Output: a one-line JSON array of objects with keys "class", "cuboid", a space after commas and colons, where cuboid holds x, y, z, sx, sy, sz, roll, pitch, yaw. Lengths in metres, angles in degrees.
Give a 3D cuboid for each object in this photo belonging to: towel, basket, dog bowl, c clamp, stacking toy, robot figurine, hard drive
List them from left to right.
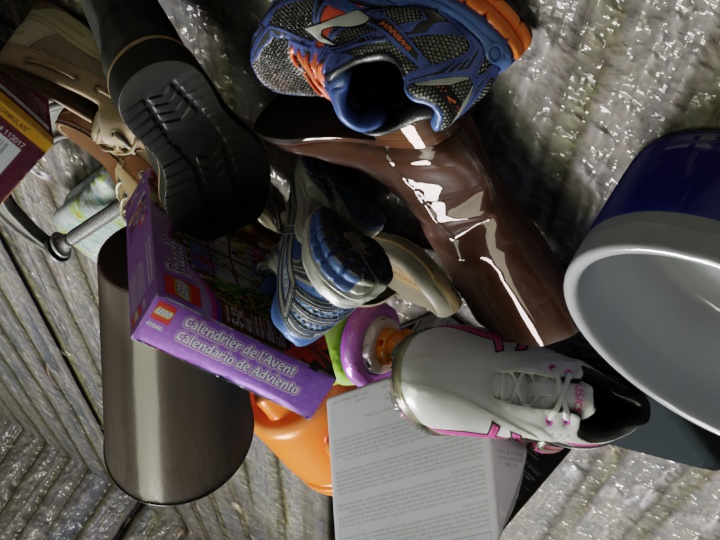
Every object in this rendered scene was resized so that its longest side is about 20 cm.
[{"class": "c clamp", "cuboid": [-0.241, -0.063, 1.200, 0.199, 0.027, 0.171, -21, 117, 33]}, {"class": "towel", "cuboid": [-0.204, -0.022, 1.313, 0.171, 0.048, 0.200, 38, 159, -16]}, {"class": "basket", "cuboid": [-0.162, 0.066, 1.190, 0.134, 0.181, 0.202, 4, 126, 4]}, {"class": "robot figurine", "cuboid": [-0.038, 0.144, 1.349, 0.143, 0.117, 0.200, 2, 144, 37]}, {"class": "stacking toy", "cuboid": [-0.008, 0.053, 1.099, 0.198, 0.117, 0.110, 9, 161, 38]}, {"class": "hard drive", "cuboid": [0.168, 0.067, 0.980, 0.139, 0.033, 0.200, 10, 149, 47]}, {"class": "dog bowl", "cuboid": [0.213, 0.019, 0.734, 0.199, 0.079, 0.201, 29, 160, 12]}]

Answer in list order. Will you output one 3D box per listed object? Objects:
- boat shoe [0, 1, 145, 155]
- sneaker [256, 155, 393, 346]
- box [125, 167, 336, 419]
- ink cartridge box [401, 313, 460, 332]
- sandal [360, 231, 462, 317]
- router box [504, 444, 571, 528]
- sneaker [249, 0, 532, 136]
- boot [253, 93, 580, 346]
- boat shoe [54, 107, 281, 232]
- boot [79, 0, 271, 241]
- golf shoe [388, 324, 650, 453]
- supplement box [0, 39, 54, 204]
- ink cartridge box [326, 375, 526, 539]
[{"class": "boat shoe", "cuboid": [-0.177, -0.116, 1.028, 0.199, 0.065, 0.071, 35, 160, -4]}, {"class": "sneaker", "cuboid": [-0.035, -0.014, 0.919, 0.077, 0.085, 0.200, 38, -164, -13]}, {"class": "box", "cuboid": [-0.095, 0.011, 0.960, 0.136, 0.039, 0.201, 26, -160, -22]}, {"class": "ink cartridge box", "cuboid": [0.061, 0.091, 1.189, 0.099, 0.039, 0.200, 37, 158, -11]}, {"class": "sandal", "cuboid": [0.000, 0.000, 1.021, 0.080, 0.054, 0.199, 49, 168, -34]}, {"class": "router box", "cuboid": [0.101, 0.182, 1.108, 0.052, 0.157, 0.200, 41, 171, 9]}, {"class": "sneaker", "cuboid": [-0.002, -0.115, 0.749, 0.199, 0.079, 0.075, 5, 146, 52]}, {"class": "boot", "cuboid": [0.039, -0.033, 0.868, 0.186, 0.064, 0.200, 14, 149, 52]}, {"class": "boat shoe", "cuboid": [-0.161, -0.066, 1.096, 0.199, 0.074, 0.076, 30, 168, 8]}, {"class": "boot", "cuboid": [-0.125, -0.121, 0.902, 0.139, 0.077, 0.201, 61, 172, 31]}, {"class": "golf shoe", "cuboid": [0.105, 0.074, 0.891, 0.199, 0.074, 0.092, 14, 163, -41]}, {"class": "supplement box", "cuboid": [-0.304, -0.129, 1.043, 0.110, 0.086, 0.200, 42, -174, -25]}, {"class": "ink cartridge box", "cuboid": [0.048, 0.171, 0.985, 0.162, 0.203, 0.057, -22, 157, 41]}]
